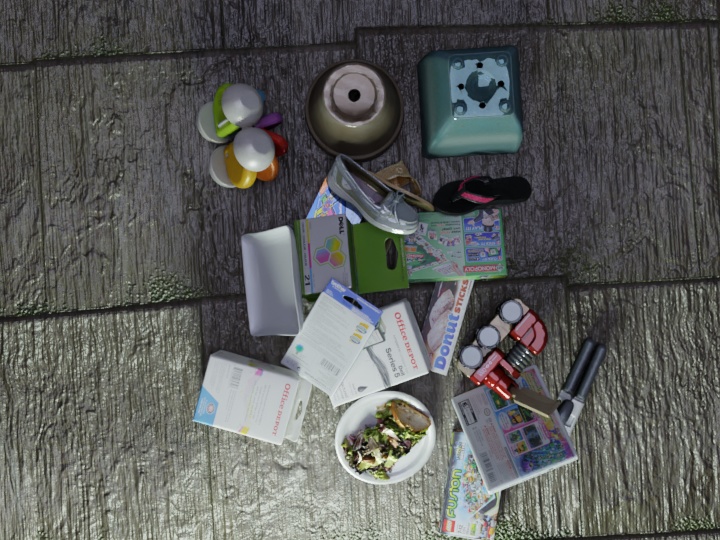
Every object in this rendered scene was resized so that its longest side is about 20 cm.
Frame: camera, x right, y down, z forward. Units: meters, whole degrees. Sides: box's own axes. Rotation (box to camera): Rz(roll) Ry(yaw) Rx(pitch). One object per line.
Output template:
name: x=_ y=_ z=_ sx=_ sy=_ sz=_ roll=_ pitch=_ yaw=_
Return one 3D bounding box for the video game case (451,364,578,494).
video game case: x=0.291 y=0.301 z=1.723 sx=0.181 sy=0.024 sz=0.201 roll=-22 pitch=59 yaw=3

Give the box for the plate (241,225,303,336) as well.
plate: x=-0.163 y=0.023 z=1.712 sx=0.032 sy=0.199 sz=0.202 roll=-5 pitch=89 yaw=-34

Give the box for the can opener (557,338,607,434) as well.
can opener: x=0.424 y=0.231 z=1.759 sx=0.052 sy=0.066 sz=0.201 roll=25 pitch=84 yaw=2

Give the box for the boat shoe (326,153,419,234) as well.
boat shoe: x=0.027 y=-0.142 z=1.697 sx=0.201 sy=0.065 sz=0.074 roll=37 pitch=47 yaw=8

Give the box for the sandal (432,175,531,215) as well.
sandal: x=0.237 y=-0.157 z=1.761 sx=0.198 sy=0.045 sz=0.076 roll=-10 pitch=64 yaw=-4

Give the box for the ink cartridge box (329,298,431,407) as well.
ink cartridge box: x=0.020 y=0.156 z=1.734 sx=0.198 sy=0.084 sz=0.147 roll=-21 pitch=88 yaw=8

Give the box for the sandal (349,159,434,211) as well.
sandal: x=0.057 y=-0.188 z=1.759 sx=0.210 sy=0.078 sz=0.070 roll=22 pitch=82 yaw=7

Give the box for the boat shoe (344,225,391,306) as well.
boat shoe: x=0.002 y=0.002 z=1.768 sx=0.073 sy=0.063 sz=0.202 roll=23 pitch=82 yaw=15

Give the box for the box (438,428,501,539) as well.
box: x=0.220 y=0.420 z=1.766 sx=0.109 sy=0.035 sz=0.202 roll=8 pitch=89 yaw=0

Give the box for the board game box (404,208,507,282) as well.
board game box: x=0.182 y=-0.049 z=1.764 sx=0.198 sy=0.029 sz=0.136 roll=-2 pitch=77 yaw=0

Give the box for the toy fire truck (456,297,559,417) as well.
toy fire truck: x=0.303 y=0.174 z=1.715 sx=0.200 sy=0.129 sz=0.176 roll=42 pitch=88 yaw=5

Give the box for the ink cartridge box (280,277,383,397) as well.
ink cartridge box: x=-0.050 y=0.120 z=1.660 sx=0.119 sy=0.042 sz=0.201 roll=33 pitch=112 yaw=6

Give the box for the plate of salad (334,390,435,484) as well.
plate of salad: x=0.050 y=0.328 z=1.739 sx=0.198 sy=0.048 sz=0.202 roll=-2 pitch=109 yaw=-7

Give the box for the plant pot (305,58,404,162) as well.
plant pot: x=-0.011 y=-0.314 z=1.710 sx=0.198 sy=0.174 sz=0.202 roll=0 pitch=90 yaw=-1

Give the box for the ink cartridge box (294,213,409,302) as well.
ink cartridge box: x=-0.017 y=-0.031 z=1.706 sx=0.198 sy=0.076 sz=0.149 roll=-8 pitch=76 yaw=10

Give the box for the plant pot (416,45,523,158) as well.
plant pot: x=0.213 y=-0.328 z=1.698 sx=0.194 sy=0.200 sz=0.199 roll=-4 pitch=89 yaw=0

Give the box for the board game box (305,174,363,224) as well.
board game box: x=-0.064 y=-0.077 z=1.782 sx=0.102 sy=0.019 sz=0.201 roll=26 pitch=89 yaw=-1

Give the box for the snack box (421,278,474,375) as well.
snack box: x=0.164 y=0.099 z=1.776 sx=0.071 sy=0.024 sz=0.202 roll=16 pitch=89 yaw=3

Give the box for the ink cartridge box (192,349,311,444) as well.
ink cartridge box: x=-0.199 y=0.243 z=1.722 sx=0.198 sy=0.125 sz=0.130 roll=16 pitch=89 yaw=0

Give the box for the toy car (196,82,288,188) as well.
toy car: x=-0.212 y=-0.262 z=1.730 sx=0.149 sy=0.174 sz=0.202 roll=-15 pitch=88 yaw=-35
